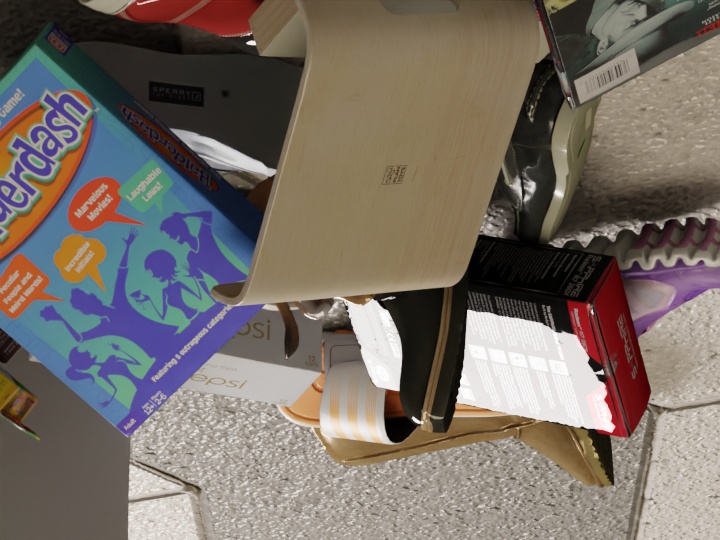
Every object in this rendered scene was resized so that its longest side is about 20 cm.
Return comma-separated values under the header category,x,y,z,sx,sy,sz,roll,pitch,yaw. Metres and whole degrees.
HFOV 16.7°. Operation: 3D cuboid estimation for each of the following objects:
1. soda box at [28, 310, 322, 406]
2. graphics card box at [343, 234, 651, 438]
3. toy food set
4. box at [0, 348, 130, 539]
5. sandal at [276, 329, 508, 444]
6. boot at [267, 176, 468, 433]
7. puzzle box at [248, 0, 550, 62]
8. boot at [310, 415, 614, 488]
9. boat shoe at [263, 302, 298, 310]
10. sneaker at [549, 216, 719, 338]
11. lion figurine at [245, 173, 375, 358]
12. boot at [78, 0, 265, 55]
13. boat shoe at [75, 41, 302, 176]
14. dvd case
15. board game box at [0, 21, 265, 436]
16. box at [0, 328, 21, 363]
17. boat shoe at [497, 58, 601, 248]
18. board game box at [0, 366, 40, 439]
category,x,y,z,sx,sy,sz,roll,pitch,yaw
soda box,-0.128,0.039,1.723,0.199,0.068,0.064,11,149,-21
graphics card box,0.085,0.036,1.617,0.200,0.051,0.126,9,137,31
toy food set,0.004,-0.069,1.347,0.143,0.060,0.200,-5,127,-30
box,-0.292,0.166,1.814,0.200,0.199,0.171,20,145,-32
sandal,0.031,0.088,1.786,0.206,0.059,0.079,-3,117,15
boot,0.000,0.000,1.529,0.138,0.201,0.077,3,158,2
puzzle box,0.054,-0.160,1.346,0.200,0.025,0.133,-2,152,-36
boot,0.081,0.121,1.889,0.199,0.066,0.175,-12,137,19
boat shoe,-0.112,-0.009,1.652,0.199,0.075,0.093,9,169,-21
sneaker,0.176,0.021,1.656,0.200,0.089,0.080,-11,-169,24
lion figurine,-0.016,-0.054,1.447,0.122,0.072,0.200,40,96,-17
boot,-0.045,-0.181,1.332,0.144,0.073,0.200,16,153,-32
boat shoe,-0.108,-0.092,1.499,0.200,0.071,0.091,11,162,-23
dvd case,0.159,-0.177,1.332,0.146,0.022,0.200,-28,148,0
board game box,-0.157,-0.021,1.425,0.200,0.045,0.152,42,112,-11
box,-0.278,-0.029,1.548,0.100,0.075,0.200,35,171,36
boat shoe,0.108,-0.076,1.536,0.067,0.072,0.200,20,158,11
board game box,-0.279,0.035,1.558,0.200,0.030,0.096,42,174,5
